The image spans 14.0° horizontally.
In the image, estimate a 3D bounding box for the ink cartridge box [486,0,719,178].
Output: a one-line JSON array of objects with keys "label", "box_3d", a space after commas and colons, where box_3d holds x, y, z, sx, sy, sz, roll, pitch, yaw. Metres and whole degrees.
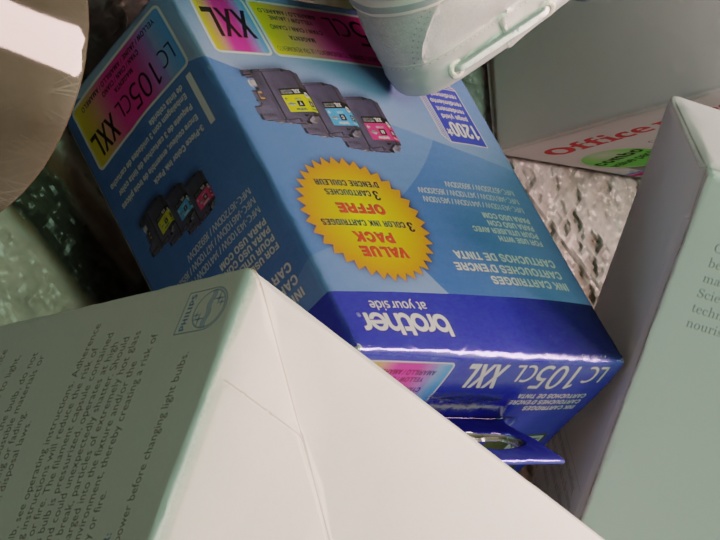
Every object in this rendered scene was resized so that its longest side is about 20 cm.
[{"label": "ink cartridge box", "box_3d": [0.169, -0.121, 1.243, 0.200, 0.147, 0.146, 7, 75, -42]}]

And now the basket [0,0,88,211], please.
[{"label": "basket", "box_3d": [-0.193, -0.088, 0.898, 0.200, 0.136, 0.180, 15, 88, -45]}]

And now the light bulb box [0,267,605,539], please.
[{"label": "light bulb box", "box_3d": [-0.051, 0.113, 0.935, 0.198, 0.200, 0.125, 39, 57, -31]}]

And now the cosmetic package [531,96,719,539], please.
[{"label": "cosmetic package", "box_3d": [0.182, 0.065, 1.099, 0.199, 0.123, 0.200, 18, 106, -5]}]

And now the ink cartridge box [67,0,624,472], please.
[{"label": "ink cartridge box", "box_3d": [0.000, 0.000, 1.042, 0.136, 0.076, 0.200, 3, 50, -44]}]

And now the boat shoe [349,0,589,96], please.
[{"label": "boat shoe", "box_3d": [0.075, -0.131, 1.089, 0.200, 0.072, 0.069, -41, 130, -36]}]
